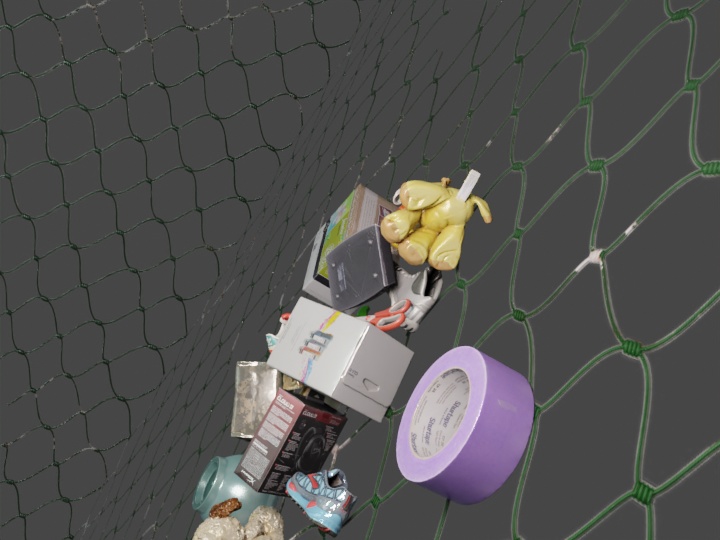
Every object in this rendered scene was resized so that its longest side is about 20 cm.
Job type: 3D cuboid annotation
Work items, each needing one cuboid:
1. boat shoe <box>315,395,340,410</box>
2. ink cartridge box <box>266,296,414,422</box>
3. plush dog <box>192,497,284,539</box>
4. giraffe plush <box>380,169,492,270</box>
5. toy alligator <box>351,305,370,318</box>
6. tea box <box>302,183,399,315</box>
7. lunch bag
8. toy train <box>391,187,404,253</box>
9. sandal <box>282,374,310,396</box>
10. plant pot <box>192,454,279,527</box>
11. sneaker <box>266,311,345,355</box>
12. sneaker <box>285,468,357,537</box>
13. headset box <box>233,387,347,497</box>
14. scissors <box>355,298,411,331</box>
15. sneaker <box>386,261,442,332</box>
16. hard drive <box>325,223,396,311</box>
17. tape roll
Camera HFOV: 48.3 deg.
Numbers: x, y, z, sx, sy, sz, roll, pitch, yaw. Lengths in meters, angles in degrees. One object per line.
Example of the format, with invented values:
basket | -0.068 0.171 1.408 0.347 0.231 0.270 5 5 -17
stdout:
boat shoe | -0.045 0.221 1.616 0.201 0.070 0.072 -51 2 30
ink cartridge box | -0.036 0.159 1.445 0.200 0.145 0.145 19 78 47
plush dog | -0.231 0.520 1.475 0.200 0.172 0.160 -65 19 -15
giraffe plush | 0.135 -0.111 1.483 0.200 0.173 0.162 -44 13 5
toy alligator | -0.036 0.158 1.653 0.054 0.059 0.200 36 77 31
tea box | -0.012 -0.046 1.793 0.197 0.133 0.200 -45 23 37
lunch bag | -0.205 0.295 1.758 0.200 0.117 0.165 70 -158 -73
toy train | 0.083 -0.072 1.611 0.150 0.056 0.200 -15 -41 -50
sandal | -0.118 0.205 1.587 0.212 0.070 0.078 -52 6 -7
plant pot | -0.274 0.477 1.713 0.200 0.134 0.200 -51 20 27
sneaker | -0.104 0.113 1.576 0.070 0.094 0.200 -13 19 49
sneaker | -0.060 0.391 1.406 0.096 0.079 0.200 -50 24 -10
headset box | -0.123 0.319 1.509 0.077 0.149 0.200 26 87 38
scissors | 0.018 0.092 1.469 0.200 0.014 0.073 -17 32 46
sneaker | 0.105 0.020 1.512 0.116 0.075 0.200 -48 32 21
hard drive | 0.000 0.000 1.547 0.200 0.042 0.135 -30 64 55
tape roll | 0.140 0.211 1.101 0.200 0.085 0.200 -52 20 28
